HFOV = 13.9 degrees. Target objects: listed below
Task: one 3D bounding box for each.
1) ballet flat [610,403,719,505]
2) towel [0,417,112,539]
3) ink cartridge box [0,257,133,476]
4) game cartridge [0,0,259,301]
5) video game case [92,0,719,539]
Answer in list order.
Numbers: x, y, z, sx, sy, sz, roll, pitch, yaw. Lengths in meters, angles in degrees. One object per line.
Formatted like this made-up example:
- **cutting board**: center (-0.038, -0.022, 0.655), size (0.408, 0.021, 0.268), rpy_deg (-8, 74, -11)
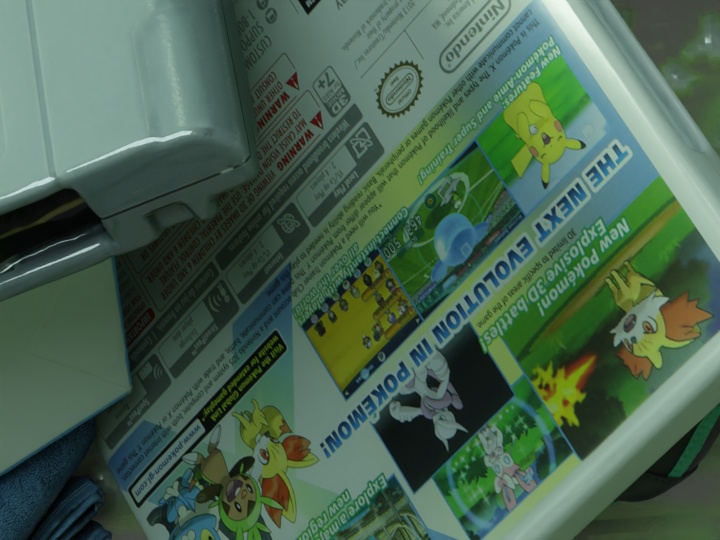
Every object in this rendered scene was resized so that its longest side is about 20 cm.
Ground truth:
- **ballet flat**: center (0.042, -0.034, 0.786), size (0.073, 0.073, 0.200), rpy_deg (-31, 70, 4)
- **towel**: center (-0.156, 0.096, 0.758), size (0.111, 0.049, 0.200), rpy_deg (15, 40, 23)
- **ink cartridge box**: center (-0.170, -0.005, 0.800), size (0.116, 0.067, 0.200), rpy_deg (-33, 44, -30)
- **game cartridge**: center (-0.126, -0.039, 0.714), size (0.200, 0.040, 0.133), rpy_deg (-21, 46, 10)
- **video game case**: center (0.000, 0.000, 0.763), size (0.200, 0.022, 0.182), rpy_deg (-46, 63, 30)
